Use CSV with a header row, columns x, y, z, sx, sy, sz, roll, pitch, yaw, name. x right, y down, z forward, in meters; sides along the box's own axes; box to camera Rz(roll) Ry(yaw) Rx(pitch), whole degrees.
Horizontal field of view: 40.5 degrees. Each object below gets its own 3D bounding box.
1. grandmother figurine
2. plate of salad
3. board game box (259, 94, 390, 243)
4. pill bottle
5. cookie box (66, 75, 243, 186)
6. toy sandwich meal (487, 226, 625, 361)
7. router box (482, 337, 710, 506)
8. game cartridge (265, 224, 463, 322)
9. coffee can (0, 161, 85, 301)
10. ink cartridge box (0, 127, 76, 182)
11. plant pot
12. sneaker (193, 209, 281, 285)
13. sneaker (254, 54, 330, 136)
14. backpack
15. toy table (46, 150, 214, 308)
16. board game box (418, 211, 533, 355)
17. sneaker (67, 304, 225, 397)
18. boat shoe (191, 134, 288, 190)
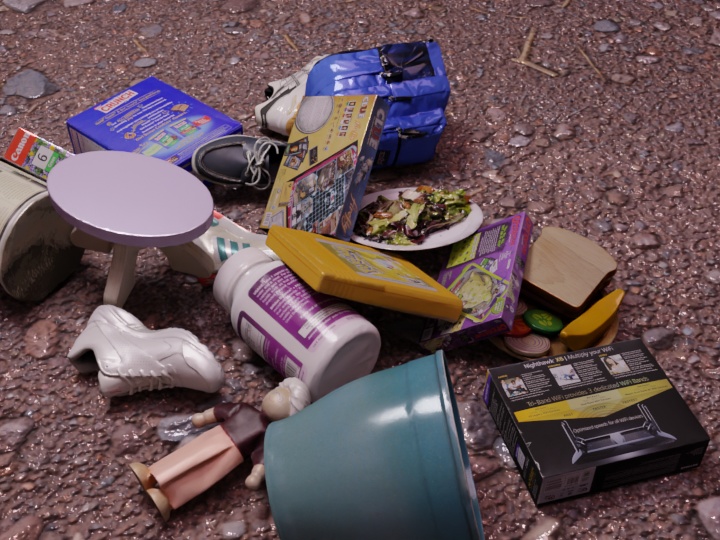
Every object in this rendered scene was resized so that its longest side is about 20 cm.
x,y,z,sx,sy,sz,roll,pitch,yaw,name
-0.135,0.181,1.027,0.199,0.061,0.121,-33,61,-19,grandmother figurine
0.067,-0.081,1.325,0.199,0.048,0.200,-2,29,1,plate of salad
-0.048,-0.138,1.308,0.135,0.035,0.201,7,74,38,board game box
-0.080,0.058,1.140,0.112,0.113,0.200,-31,54,-31,pill bottle
-0.298,-0.190,1.434,0.199,0.076,0.171,31,50,27,cookie box
0.237,0.032,1.215,0.204,0.071,0.206,1,42,-1,toy sandwich meal
0.257,0.163,1.084,0.199,0.052,0.158,-10,43,-12,router box
0.000,0.000,1.169,0.199,0.033,0.176,15,13,-33,game cartridge
-0.469,-0.066,1.238,0.199,0.147,0.146,24,46,22,coffee can
-0.425,-0.147,1.314,0.199,0.109,0.051,27,84,-2,ink cartridge box
0.011,0.194,0.949,0.187,0.201,0.201,-12,42,6,plant pot
-0.160,-0.008,1.260,0.199,0.070,0.094,26,69,18,sneaker
-0.105,-0.290,1.554,0.087,0.076,0.200,12,42,14,sneaker
0.022,-0.241,1.441,0.199,0.163,0.169,-5,62,-11,backpack
-0.271,-0.056,1.180,0.199,0.117,0.184,23,52,14,toy table
0.147,0.014,1.216,0.120,0.032,0.201,-25,28,36,board game box
-0.247,0.113,1.115,0.199,0.078,0.100,14,49,26,sneaker
-0.135,-0.150,1.377,0.199,0.075,0.062,4,7,-25,boat shoe
